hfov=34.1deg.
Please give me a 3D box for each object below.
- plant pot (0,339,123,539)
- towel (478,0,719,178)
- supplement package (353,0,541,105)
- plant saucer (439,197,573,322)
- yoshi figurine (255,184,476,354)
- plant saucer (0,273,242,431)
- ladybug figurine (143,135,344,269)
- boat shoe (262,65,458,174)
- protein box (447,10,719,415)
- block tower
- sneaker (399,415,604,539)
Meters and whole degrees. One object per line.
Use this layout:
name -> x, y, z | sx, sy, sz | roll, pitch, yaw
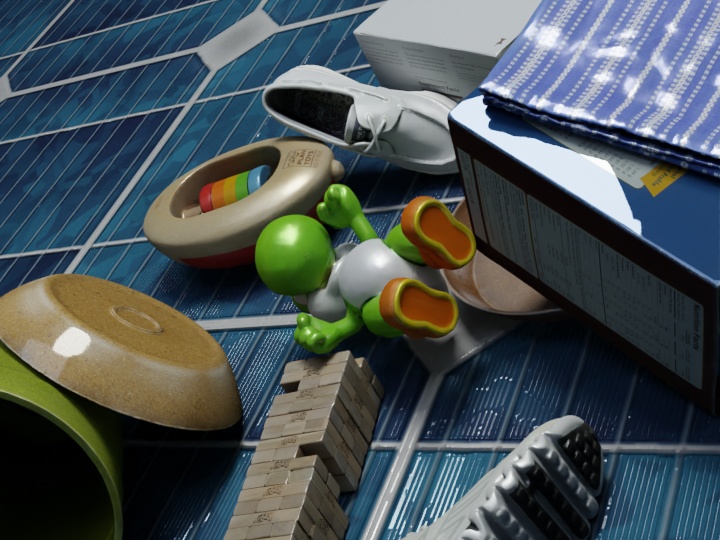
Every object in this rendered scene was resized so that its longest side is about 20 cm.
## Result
plant pot -> -0.257, 0.123, 0.857 | 0.199, 0.202, 0.193 | -25, 22, 10
towel -> 0.182, -0.123, 0.657 | 0.199, 0.024, 0.145 | 21, 63, 28
supplement package -> 0.123, -0.200, 1.020 | 0.156, 0.111, 0.199 | -43, 36, -17
plant saucer -> 0.153, -0.030, 0.847 | 0.199, 0.035, 0.201 | -22, 34, 15
yoshi figurine -> -0.013, -0.002, 0.833 | 0.112, 0.113, 0.199 | -24, 9, -29
plant saucer -> -0.171, 0.050, 0.863 | 0.036, 0.199, 0.200 | -63, 34, 10
ladybug figurine -> -0.099, -0.055, 1.045 | 0.198, 0.072, 0.136 | -13, 37, 26
boat shoe -> 0.007, -0.128, 1.000 | 0.199, 0.073, 0.068 | 27, 31, 20
protein box -> 0.197, -0.065, 0.712 | 0.198, 0.135, 0.200 | -42, 55, -15
block tower -> -0.038, 0.139, 0.763 | 0.057, 0.054, 0.201 | -14, 37, 26
sneaker -> 0.060, 0.156, 0.654 | 0.200, 0.075, 0.081 | -46, 27, -21
